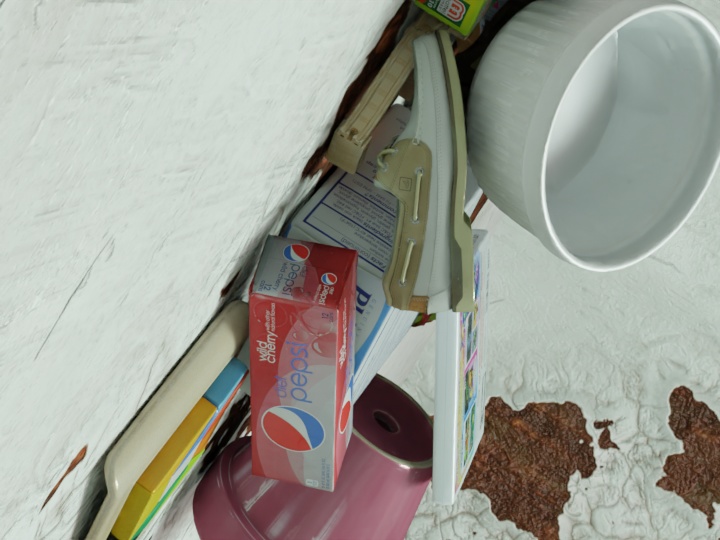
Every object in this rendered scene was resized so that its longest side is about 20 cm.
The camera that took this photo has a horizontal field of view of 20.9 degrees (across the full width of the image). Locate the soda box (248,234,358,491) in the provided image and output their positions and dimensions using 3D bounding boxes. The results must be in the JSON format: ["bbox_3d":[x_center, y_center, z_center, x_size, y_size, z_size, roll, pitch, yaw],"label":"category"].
[{"bbox_3d":[-0.042,0.071,1.429,0.201,0.069,0.064,91,13,-45],"label":"soda box"}]

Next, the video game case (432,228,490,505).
[{"bbox_3d":[0.090,0.082,1.739,0.182,0.023,0.202,-52,144,-70],"label":"video game case"}]

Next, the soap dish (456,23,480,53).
[{"bbox_3d":[0.155,-0.247,1.661,0.201,0.081,0.157,-57,173,-2],"label":"soap dish"}]

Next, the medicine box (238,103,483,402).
[{"bbox_3d":[0.000,0.000,1.550,0.200,0.102,0.183,-50,170,-49],"label":"medicine box"}]

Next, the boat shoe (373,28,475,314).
[{"bbox_3d":[0.043,-0.069,1.384,0.075,0.068,0.202,-39,125,-87],"label":"boat shoe"}]

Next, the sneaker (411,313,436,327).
[{"bbox_3d":[0.038,0.023,1.778,0.200,0.090,0.078,-51,173,-36],"label":"sneaker"}]

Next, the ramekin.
[{"bbox_3d":[0.167,-0.111,1.417,0.199,0.105,0.202,-21,124,-34],"label":"ramekin"}]

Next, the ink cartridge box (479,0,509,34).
[{"bbox_3d":[0.154,-0.174,1.568,0.118,0.042,0.202,-19,123,-25],"label":"ink cartridge box"}]

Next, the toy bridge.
[{"bbox_3d":[0.040,-0.156,1.449,0.200,0.027,0.067,-52,170,-37],"label":"toy bridge"}]

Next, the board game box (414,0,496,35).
[{"bbox_3d":[0.116,-0.266,1.419,0.200,0.047,0.102,-52,171,-44],"label":"board game box"}]

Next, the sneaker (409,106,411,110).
[{"bbox_3d":[0.046,-0.091,1.672,0.200,0.079,0.074,-44,-163,17],"label":"sneaker"}]

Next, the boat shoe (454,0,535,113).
[{"bbox_3d":[0.123,-0.157,1.498,0.199,0.072,0.076,-37,149,-13],"label":"boat shoe"}]

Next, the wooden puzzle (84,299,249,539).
[{"bbox_3d":[-0.141,0.138,1.419,0.185,0.037,0.201,-53,172,-37],"label":"wooden puzzle"}]

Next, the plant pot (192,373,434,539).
[{"bbox_3d":[-0.026,0.193,1.764,0.180,0.199,0.200,-54,176,25],"label":"plant pot"}]
